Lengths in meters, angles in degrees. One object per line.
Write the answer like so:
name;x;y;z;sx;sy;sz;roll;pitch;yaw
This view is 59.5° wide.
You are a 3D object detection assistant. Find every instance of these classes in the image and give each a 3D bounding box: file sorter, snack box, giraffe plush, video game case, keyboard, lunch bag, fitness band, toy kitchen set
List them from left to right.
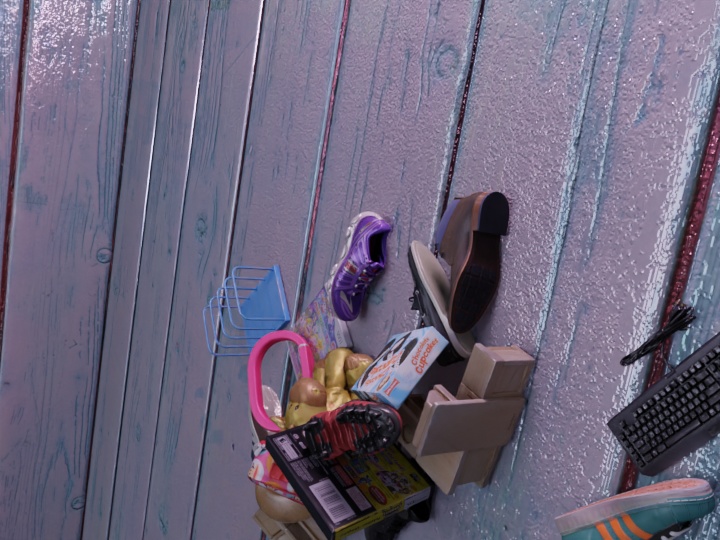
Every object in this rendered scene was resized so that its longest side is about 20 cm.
file sorter;-0.268;0.096;1.444;0.200;0.120;0.142;-44;53;44
fitness band;-0.158;0.218;1.252;0.140;0.037;0.205;-17;64;15
toy kitchen set;-0.124;0.514;1.097;0.201;0.180;0.163;47;132;5
lunch bag;-0.080;0.336;1.006;0.177;0.195;0.084;78;-151;-68
video game case;-0.089;0.142;1.274;0.201;0.018;0.146;-50;48;40
giraffe plush;-0.068;0.242;1.104;0.172;0.159;0.204;-37;61;43
video game case;-0.019;0.291;0.934;0.199;0.177;0.026;38;128;45
snack box;0.052;0.144;0.924;0.117;0.037;0.200;-50;3;-15
toy kitchen set;0.098;0.172;0.872;0.180;0.160;0.204;38;117;49
keyboard;0.338;0.117;0.672;0.201;0.020;0.129;-56;46;35

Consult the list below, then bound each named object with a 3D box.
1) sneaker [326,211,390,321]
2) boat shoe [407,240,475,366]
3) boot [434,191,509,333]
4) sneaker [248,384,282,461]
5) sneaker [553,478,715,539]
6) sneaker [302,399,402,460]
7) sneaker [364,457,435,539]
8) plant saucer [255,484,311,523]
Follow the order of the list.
sneaker;0.000;0.000;1.114;0.083;0.079;0.205;31;111;45
boat shoe;0.107;0.052;0.959;0.066;0.074;0.203;-39;65;31
boot;0.151;-0.015;0.915;0.096;0.073;0.205;20;94;63
sneaker;-0.198;0.341;1.287;0.085;0.073;0.204;-50;44;49
sneaker;0.300;0.282;0.676;0.200;0.070;0.081;-47;55;48
sneaker;0.003;0.215;0.881;0.199;0.096;0.072;-29;77;50
sneaker;0.067;0.375;0.998;0.104;0.059;0.205;26;105;55
plant saucer;-0.111;0.358;1.154;0.199;0.199;0.036;32;153;50
